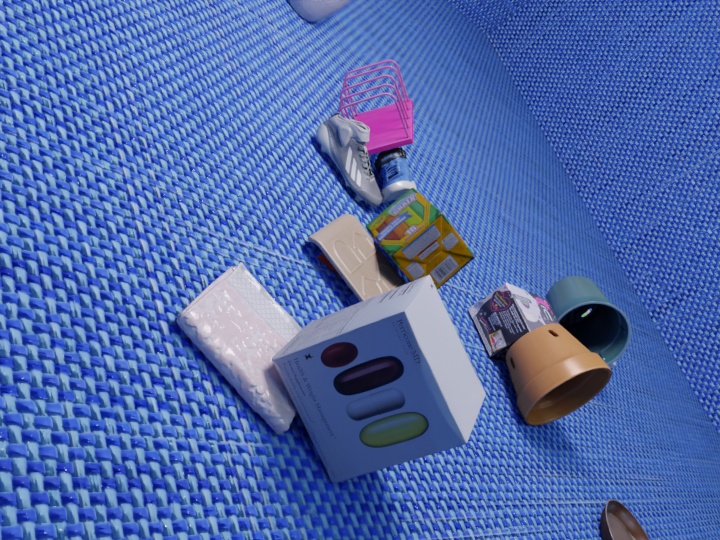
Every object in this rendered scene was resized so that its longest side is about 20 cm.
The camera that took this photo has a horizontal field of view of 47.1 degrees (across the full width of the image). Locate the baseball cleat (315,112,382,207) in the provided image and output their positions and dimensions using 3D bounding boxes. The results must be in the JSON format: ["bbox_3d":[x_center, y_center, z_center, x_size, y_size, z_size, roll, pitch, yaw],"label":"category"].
[{"bbox_3d":[-0.004,-0.225,1.656,0.200,0.106,0.070,50,27,-7],"label":"baseball cleat"}]

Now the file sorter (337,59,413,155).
[{"bbox_3d":[0.031,-0.358,1.803,0.200,0.139,0.126,-86,158,-54],"label":"file sorter"}]

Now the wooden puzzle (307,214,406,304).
[{"bbox_3d":[0.000,0.000,1.460,0.200,0.046,0.185,48,25,0],"label":"wooden puzzle"}]

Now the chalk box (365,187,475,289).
[{"bbox_3d":[0.102,-0.063,1.565,0.124,0.125,0.200,49,1,-29],"label":"chalk box"}]

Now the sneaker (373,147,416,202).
[{"bbox_3d":[0.066,-0.209,1.758,0.112,0.077,0.200,66,15,-1],"label":"sneaker"}]

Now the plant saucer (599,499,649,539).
[{"bbox_3d":[0.547,0.568,1.684,0.200,0.034,0.201,39,30,-27],"label":"plant saucer"}]

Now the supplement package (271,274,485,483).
[{"bbox_3d":[0.029,0.144,1.097,0.192,0.200,0.147,64,23,-8],"label":"supplement package"}]

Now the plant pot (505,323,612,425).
[{"bbox_3d":[0.392,0.204,1.697,0.200,0.200,0.140,20,35,-49],"label":"plant pot"}]

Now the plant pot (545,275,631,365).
[{"bbox_3d":[0.564,0.121,2.110,0.200,0.200,0.196,44,19,-18],"label":"plant pot"}]

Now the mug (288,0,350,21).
[{"bbox_3d":[-0.081,-0.712,2.058,0.148,0.175,0.200,54,25,1],"label":"mug"}]

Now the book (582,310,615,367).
[{"bbox_3d":[0.648,0.175,2.344,0.200,0.048,0.134,41,32,-28],"label":"book"}]

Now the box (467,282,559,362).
[{"bbox_3d":[0.350,0.122,1.813,0.200,0.115,0.132,20,41,-50],"label":"box"}]

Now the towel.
[{"bbox_3d":[-0.139,0.096,1.113,0.200,0.032,0.191,49,26,-8],"label":"towel"}]
